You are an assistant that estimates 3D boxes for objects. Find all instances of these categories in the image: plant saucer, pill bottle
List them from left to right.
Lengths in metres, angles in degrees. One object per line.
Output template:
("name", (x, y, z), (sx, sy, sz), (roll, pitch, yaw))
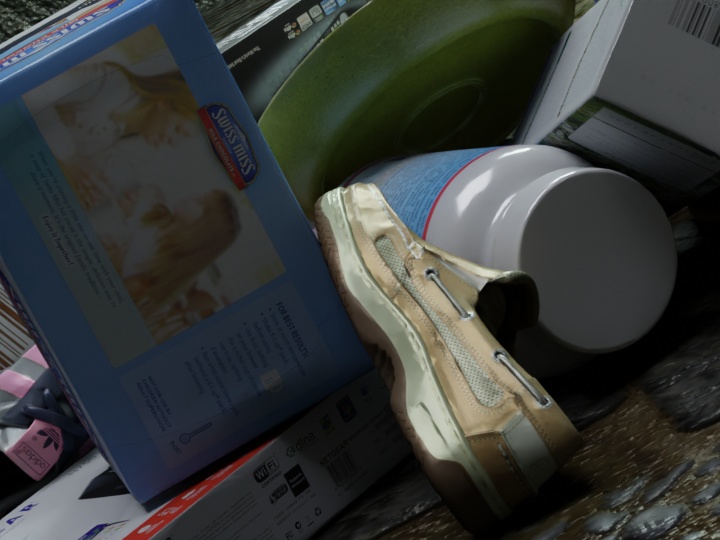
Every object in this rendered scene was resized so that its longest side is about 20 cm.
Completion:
("plant saucer", (0.033, -0.086, 1.416), (0.200, 0.031, 0.200), (-30, -22, -14))
("pill bottle", (0.062, -0.003, 1.321), (0.109, 0.109, 0.200), (-33, 13, -22))

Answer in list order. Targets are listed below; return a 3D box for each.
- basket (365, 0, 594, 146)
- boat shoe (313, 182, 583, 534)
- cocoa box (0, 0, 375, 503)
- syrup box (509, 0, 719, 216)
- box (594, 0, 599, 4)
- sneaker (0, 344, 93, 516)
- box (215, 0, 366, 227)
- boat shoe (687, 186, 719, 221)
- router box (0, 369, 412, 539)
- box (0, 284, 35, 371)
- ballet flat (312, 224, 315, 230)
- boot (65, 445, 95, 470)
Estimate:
("basket", (0.137, -0.150, 1.636), (0.200, 0.161, 0.198), (-30, 11, -17))
("boat shoe", (0.042, 0.024, 1.204), (0.076, 0.072, 0.200), (-32, 47, 6))
("cocoa box", (-0.101, -0.019, 1.287), (0.133, 0.200, 0.131), (-29, 13, -7))
("syrup box", (0.132, -0.079, 1.319), (0.200, 0.079, 0.082), (139, 155, -78))
("box", (0.237, -0.218, 1.442), (0.192, 0.122, 0.200), (-18, 1, -35))
("sneaker", (-0.141, 0.065, 1.401), (0.200, 0.070, 0.082), (-41, 20, 21))
("box", (-0.044, -0.072, 1.721), (0.050, 0.158, 0.200), (-14, 18, 49))
("boat shoe", (0.193, -0.086, 1.464), (0.070, 0.070, 0.200), (-21, 15, 17))
("router box", (-0.090, 0.113, 1.316), (0.200, 0.049, 0.179), (-38, 15, -37))
("box", (-0.250, 0.020, 1.582), (0.166, 0.164, 0.200), (-52, 0, -3))
("ballet flat", (0.000, 0.000, 1.573), (0.071, 0.069, 0.200), (-48, 11, -6))
("boot", (-0.101, 0.057, 1.528), (0.200, 0.074, 0.155), (-48, 18, -25))
